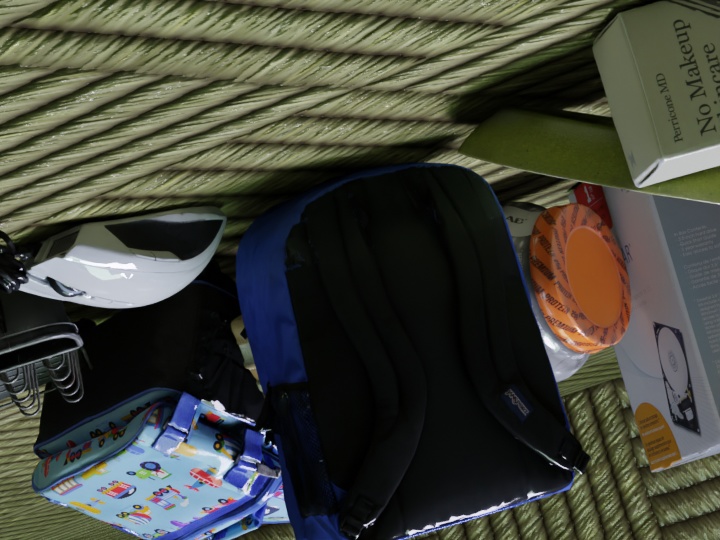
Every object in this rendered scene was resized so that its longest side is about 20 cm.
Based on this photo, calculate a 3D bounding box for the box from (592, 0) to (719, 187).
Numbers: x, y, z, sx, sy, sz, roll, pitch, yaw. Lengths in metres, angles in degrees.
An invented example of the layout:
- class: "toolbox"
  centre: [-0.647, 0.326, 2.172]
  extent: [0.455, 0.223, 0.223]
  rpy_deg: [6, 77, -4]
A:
- class: "box"
  centre: [0.223, -0.108, 1.406]
  extent: [0.199, 0.083, 0.068]
  rpy_deg: [-17, 173, -10]

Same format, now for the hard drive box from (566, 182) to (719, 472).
- class: "hard drive box"
  centre: [0.218, 0.020, 1.868]
  extent: [0.076, 0.201, 0.156]
  rpy_deg: [-14, 172, -14]

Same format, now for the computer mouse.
- class: "computer mouse"
  centre: [-0.148, 0.001, 1.532]
  extent: [0.199, 0.044, 0.109]
  rpy_deg: [-10, 169, -43]

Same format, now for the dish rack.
- class: "dish rack"
  centre: [-0.232, 0.064, 1.683]
  extent: [0.152, 0.055, 0.200]
  rpy_deg: [-16, 162, -2]

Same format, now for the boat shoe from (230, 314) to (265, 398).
- class: "boat shoe"
  centre: [0.000, 0.000, 1.750]
  extent: [0.200, 0.076, 0.072]
  rpy_deg: [-40, -169, -36]

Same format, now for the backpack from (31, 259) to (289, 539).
- class: "backpack"
  centre: [-0.088, 0.105, 1.819]
  extent: [0.199, 0.135, 0.182]
  rpy_deg: [29, 145, -31]

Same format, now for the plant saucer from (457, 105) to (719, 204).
- class: "plant saucer"
  centre: [0.152, -0.062, 1.517]
  extent: [0.199, 0.031, 0.200]
  rpy_deg: [9, -173, -1]

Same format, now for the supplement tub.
- class: "supplement tub"
  centre: [0.071, 0.027, 1.875]
  extent: [0.199, 0.123, 0.122]
  rpy_deg: [-19, 172, 34]

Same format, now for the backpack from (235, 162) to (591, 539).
- class: "backpack"
  centre: [0.007, 0.045, 1.613]
  extent: [0.162, 0.201, 0.168]
  rpy_deg: [-15, -177, -26]
